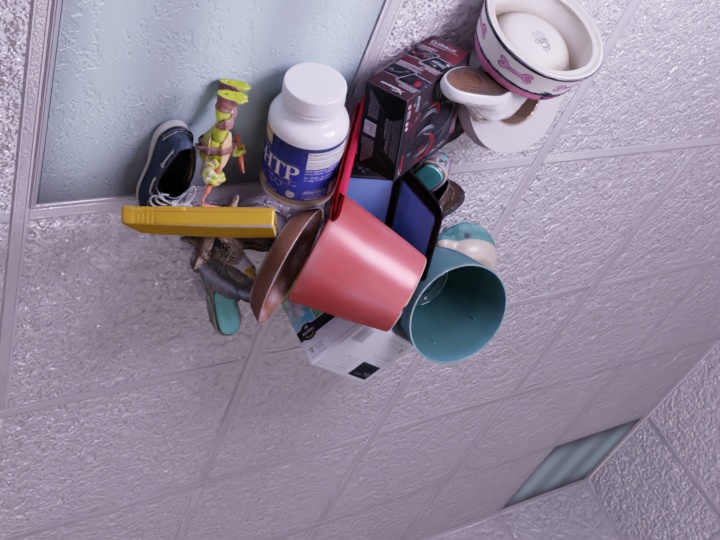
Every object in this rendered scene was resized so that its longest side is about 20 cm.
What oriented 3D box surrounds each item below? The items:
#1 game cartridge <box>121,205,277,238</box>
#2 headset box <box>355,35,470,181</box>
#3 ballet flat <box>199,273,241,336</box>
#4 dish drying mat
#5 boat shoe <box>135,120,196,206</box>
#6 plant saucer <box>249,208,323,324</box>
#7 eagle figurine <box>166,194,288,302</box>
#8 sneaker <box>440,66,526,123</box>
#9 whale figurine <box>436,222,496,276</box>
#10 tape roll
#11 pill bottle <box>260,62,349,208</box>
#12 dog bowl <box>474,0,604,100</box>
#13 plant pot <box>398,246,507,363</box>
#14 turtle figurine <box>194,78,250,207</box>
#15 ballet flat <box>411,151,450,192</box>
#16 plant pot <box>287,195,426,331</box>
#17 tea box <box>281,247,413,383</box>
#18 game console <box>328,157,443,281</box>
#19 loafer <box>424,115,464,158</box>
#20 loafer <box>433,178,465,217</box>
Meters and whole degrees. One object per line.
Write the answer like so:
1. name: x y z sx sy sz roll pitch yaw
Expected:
1. game cartridge: -0.217 -0.068 1.303 0.199 0.033 0.176 3 177 -4
2. headset box: 0.085 -0.250 1.416 0.200 0.075 0.149 -42 153 -40
3. ballet flat: -0.244 0.016 1.587 0.067 0.064 0.201 -15 118 -24
4. dish drying mat: -0.018 -0.172 1.419 0.018 0.200 0.077 13 146 -1
5. boat shoe: -0.276 -0.125 1.362 0.075 0.062 0.200 -7 142 -34
6. plant saucer: -0.118 -0.012 1.435 0.201 0.034 0.200 -62 175 -10
7. eagle figurine: -0.202 -0.032 1.493 0.151 0.151 0.200 -18 168 17
8. sneaker: 0.181 -0.252 1.408 0.200 0.073 0.085 -7 144 -46
9. whale figurine: 0.171 -0.036 1.879 0.199 0.104 0.159 -9 151 10
10. tape roll: 0.245 -0.292 1.521 0.202 0.037 0.203 -13 116 -29
11. pill bottle: -0.080 -0.198 1.373 0.119 0.120 0.200 -16 146 -24
12. dog bowl: 0.260 -0.342 1.403 0.200 0.201 0.074 -11 156 -30
13. plant pot: 0.146 0.047 1.746 0.200 0.161 0.201 -11 118 -21
14. turtle figurine: -0.195 -0.184 1.313 0.064 0.200 0.162 18 117 2
15. ballet flat: 0.093 -0.149 1.641 0.072 0.072 0.200 -5 161 -37
16. plant pot: 0.000 0.000 1.553 0.201 0.177 0.200 -62 -177 5
17. tea box: -0.033 0.080 1.742 0.134 0.197 0.200 -38 150 13
18. game console: 0.037 -0.086 1.587 0.175 0.117 0.200 4 142 -6
19. loafer: 0.158 -0.260 1.560 0.200 0.068 0.070 -39 -171 -4
20. loafer: 0.098 -0.106 1.724 0.200 0.073 0.071 -40 144 -1
